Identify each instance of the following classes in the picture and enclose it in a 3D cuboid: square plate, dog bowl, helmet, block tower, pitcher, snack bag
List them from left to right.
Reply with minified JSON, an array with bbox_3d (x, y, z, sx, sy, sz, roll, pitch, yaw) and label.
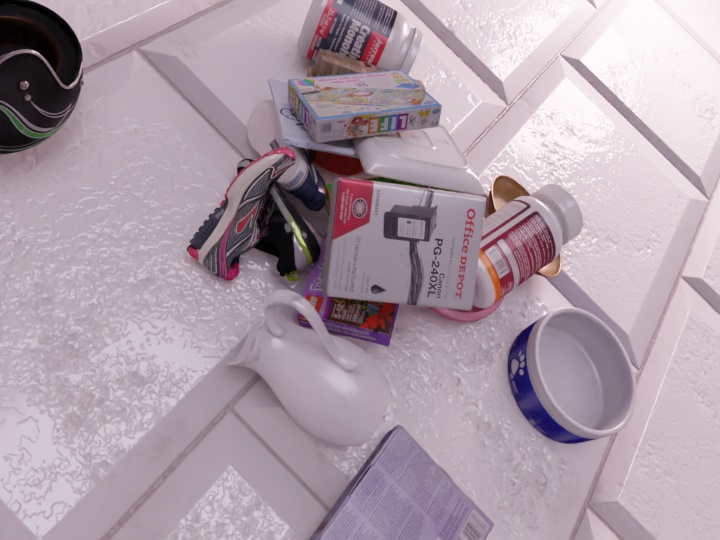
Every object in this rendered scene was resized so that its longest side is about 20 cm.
[{"bbox_3d":[-0.445,-0.242,0.705,0.193,0.191,0.207,0,92,5],"label":"helmet"},{"bbox_3d":[-0.051,0.118,0.716,0.198,0.172,0.122,35,50,-3],"label":"pitcher"},{"bbox_3d":[-0.045,-0.227,0.896,0.183,0.022,0.203,7,40,-23],"label":"snack bag"},{"bbox_3d":[0.011,-0.309,0.964,0.194,0.059,0.055,10,37,-17],"label":"block tower"},{"bbox_3d":[0.078,-0.193,0.878,0.193,0.029,0.203,6,39,-21],"label":"square plate"},{"bbox_3d":[0.337,0.167,0.926,0.195,0.079,0.206,10,62,-20],"label":"dog bowl"}]

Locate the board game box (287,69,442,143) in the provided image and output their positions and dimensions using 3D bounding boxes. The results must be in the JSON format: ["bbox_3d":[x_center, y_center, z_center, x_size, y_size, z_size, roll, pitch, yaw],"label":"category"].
[{"bbox_3d":[0.004,-0.247,0.856,0.195,0.035,0.136,-12,44,-20],"label":"board game box"}]

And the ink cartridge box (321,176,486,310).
[{"bbox_3d":[0.055,-0.035,0.754,0.194,0.083,0.150,6,97,-10],"label":"ink cartridge box"}]

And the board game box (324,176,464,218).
[{"bbox_3d":[0.053,-0.093,0.851,0.194,0.048,0.103,-10,44,-13],"label":"board game box"}]

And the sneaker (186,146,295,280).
[{"bbox_3d":[-0.148,-0.079,0.780,0.074,0.201,0.081,39,17,-2],"label":"sneaker"}]

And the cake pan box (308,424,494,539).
[{"bbox_3d":[0.056,0.330,0.732,0.184,0.052,0.200,45,56,-1],"label":"cake pan box"}]

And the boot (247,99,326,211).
[{"bbox_3d":[-0.115,-0.178,0.907,0.090,0.072,0.203,43,18,-51],"label":"boot"}]

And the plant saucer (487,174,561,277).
[{"bbox_3d":[0.282,-0.072,1.020,0.197,0.035,0.205,28,46,-33],"label":"plant saucer"}]

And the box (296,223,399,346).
[{"bbox_3d":[0.000,0.000,0.848,0.133,0.040,0.204,11,58,10],"label":"box"}]

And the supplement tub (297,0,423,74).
[{"bbox_3d":[-0.001,-0.408,1.022,0.196,0.141,0.143,24,57,-11],"label":"supplement tub"}]

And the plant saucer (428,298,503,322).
[{"bbox_3d":[0.146,-0.009,0.944,0.195,0.051,0.206,11,62,-20],"label":"plant saucer"}]

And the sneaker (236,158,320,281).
[{"bbox_3d":[-0.137,-0.074,0.833,0.082,0.072,0.201,-35,71,-11],"label":"sneaker"}]

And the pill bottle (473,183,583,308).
[{"bbox_3d":[0.231,-0.041,0.871,0.197,0.110,0.111,-32,79,-14],"label":"pill bottle"}]

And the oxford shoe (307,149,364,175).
[{"bbox_3d":[-0.006,-0.210,0.975,0.195,0.072,0.073,-3,47,-31],"label":"oxford shoe"}]
